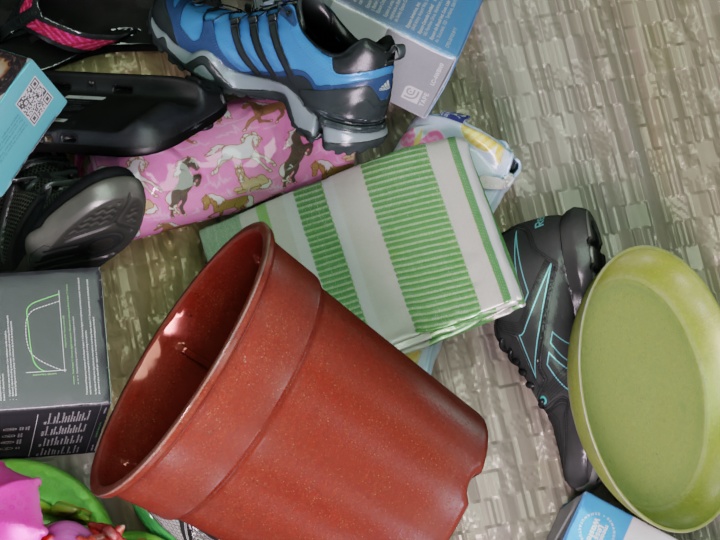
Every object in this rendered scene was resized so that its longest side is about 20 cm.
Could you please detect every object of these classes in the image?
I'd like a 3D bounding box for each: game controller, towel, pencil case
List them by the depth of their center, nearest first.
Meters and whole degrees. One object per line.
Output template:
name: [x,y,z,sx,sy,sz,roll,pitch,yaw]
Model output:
game controller: [-0.190,-0.105,1.706,0.104,0.199,0.042,-46,131,-44]
towel: [0.000,0.000,1.716,0.199,0.023,0.153,-22,61,7]
pencil case: [-0.101,-0.082,1.763,0.199,0.083,0.087,-16,93,-14]
pencil case: [0.041,-0.009,1.767,0.090,0.083,0.201,19,72,19]

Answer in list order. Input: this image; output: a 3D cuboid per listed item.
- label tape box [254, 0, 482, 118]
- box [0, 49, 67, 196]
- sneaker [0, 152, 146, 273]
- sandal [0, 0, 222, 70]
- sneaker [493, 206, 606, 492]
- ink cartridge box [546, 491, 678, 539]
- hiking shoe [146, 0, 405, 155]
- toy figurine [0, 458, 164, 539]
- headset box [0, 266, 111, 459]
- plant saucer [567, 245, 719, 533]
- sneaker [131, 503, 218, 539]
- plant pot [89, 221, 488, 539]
label tape box: [-0.013,-0.210,1.793,0.199,0.066,0.144,25,41,-1]
box: [-0.296,-0.117,1.693,0.199,0.049,0.083,18,67,38]
sneaker: [-0.208,-0.047,1.675,0.076,0.199,0.115,-10,76,-28]
sandal: [-0.195,-0.185,1.792,0.198,0.045,0.076,-8,76,-12]
sneaker: [0.139,0.058,1.784,0.079,0.075,0.202,-7,77,13]
ink cartridge box: [0.211,0.252,1.734,0.199,0.068,0.117,27,72,-2]
hiking shoe: [-0.055,-0.157,1.708,0.199,0.087,0.074,28,26,22]
toy figurine: [-0.205,0.187,1.605,0.198,0.184,0.151,12,77,-1]
headset box: [-0.269,0.068,1.643,0.198,0.174,0.094,-4,76,-10]
plant saucer: [0.202,0.084,1.752,0.199,0.031,0.202,16,68,-45]
sneaker: [-0.071,0.175,1.696,0.199,0.085,0.078,35,72,1]
plant pot: [-0.036,0.105,1.598,0.195,0.201,0.202,33,71,-14]
